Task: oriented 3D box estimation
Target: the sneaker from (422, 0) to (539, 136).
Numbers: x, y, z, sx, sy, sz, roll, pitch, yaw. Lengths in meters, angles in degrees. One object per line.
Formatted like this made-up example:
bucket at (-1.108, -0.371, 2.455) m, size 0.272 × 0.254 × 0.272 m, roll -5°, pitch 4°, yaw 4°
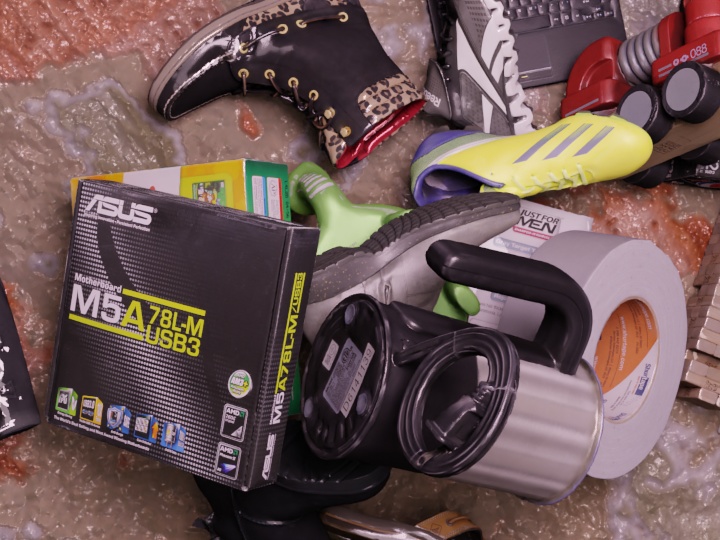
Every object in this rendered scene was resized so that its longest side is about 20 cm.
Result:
sneaker at (0.088, -0.170, 1.200) m, size 0.090 × 0.066 × 0.200 m, roll -22°, pitch 118°, yaw -4°

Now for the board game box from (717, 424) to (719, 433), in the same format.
board game box at (0.428, 0.079, 1.283) m, size 0.147 × 0.064 × 0.200 m, roll 20°, pitch 83°, yaw -10°

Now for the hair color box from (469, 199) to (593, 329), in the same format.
hair color box at (0.124, 0.040, 1.226) m, size 0.099 × 0.061 × 0.200 m, roll 15°, pitch 86°, yaw -10°

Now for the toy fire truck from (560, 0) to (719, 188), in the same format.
toy fire truck at (0.241, -0.193, 1.199) m, size 0.129 × 0.176 × 0.200 m, roll 14°, pitch 66°, yaw -34°

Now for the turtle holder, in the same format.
turtle holder at (-0.003, 0.011, 1.167) m, size 0.185 × 0.132 × 0.141 m, roll 30°, pitch 84°, yaw -8°

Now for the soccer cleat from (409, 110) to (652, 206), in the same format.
soccer cleat at (0.135, -0.080, 1.154) m, size 0.200 × 0.065 × 0.084 m, roll -2°, pitch 45°, yaw 23°

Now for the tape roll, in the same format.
tape roll at (0.193, 0.069, 1.180) m, size 0.200 × 0.066 × 0.200 m, roll -14°, pitch 108°, yaw -47°

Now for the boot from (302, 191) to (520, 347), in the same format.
boot at (0.045, 0.028, 1.086) m, size 0.200 × 0.068 × 0.131 m, roll -24°, pitch 105°, yaw -10°

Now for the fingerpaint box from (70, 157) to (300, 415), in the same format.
fingerpaint box at (-0.138, 0.020, 1.130) m, size 0.167 × 0.073 × 0.200 m, roll -5°, pitch 88°, yaw 26°

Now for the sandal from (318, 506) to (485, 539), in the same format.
sandal at (0.060, 0.227, 1.211) m, size 0.200 × 0.082 × 0.055 m, roll 18°, pitch 63°, yaw -3°

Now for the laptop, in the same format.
laptop at (0.149, -0.262, 1.220) m, size 0.177 × 0.103 × 0.200 m, roll -11°, pitch 90°, yaw -11°

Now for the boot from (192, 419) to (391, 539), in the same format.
boot at (-0.044, 0.198, 1.117) m, size 0.073 × 0.198 × 0.163 m, roll -49°, pitch 129°, yaw -47°

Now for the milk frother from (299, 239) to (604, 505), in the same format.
milk frother at (0.088, 0.098, 0.971) m, size 0.188 × 0.200 × 0.181 m, roll 16°, pitch 123°, yaw -27°

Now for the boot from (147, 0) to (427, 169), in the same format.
boot at (-0.058, -0.148, 1.177) m, size 0.200 × 0.073 × 0.151 m, roll -34°, pitch 78°, yaw -17°

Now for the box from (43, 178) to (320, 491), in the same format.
box at (-0.137, 0.043, 1.059) m, size 0.200 × 0.048 × 0.193 m, roll 15°, pitch 100°, yaw 29°

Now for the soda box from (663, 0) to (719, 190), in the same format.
soda box at (0.319, -0.174, 1.265) m, size 0.063 × 0.071 × 0.200 m, roll 7°, pitch 87°, yaw -14°

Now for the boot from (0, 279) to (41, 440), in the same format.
boot at (-0.357, 0.052, 1.136) m, size 0.165 × 0.066 × 0.200 m, roll -14°, pitch 95°, yaw -9°

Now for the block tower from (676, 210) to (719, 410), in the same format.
block tower at (0.329, 0.022, 1.269) m, size 0.054 × 0.058 × 0.200 m, roll 21°, pitch 83°, yaw -10°
